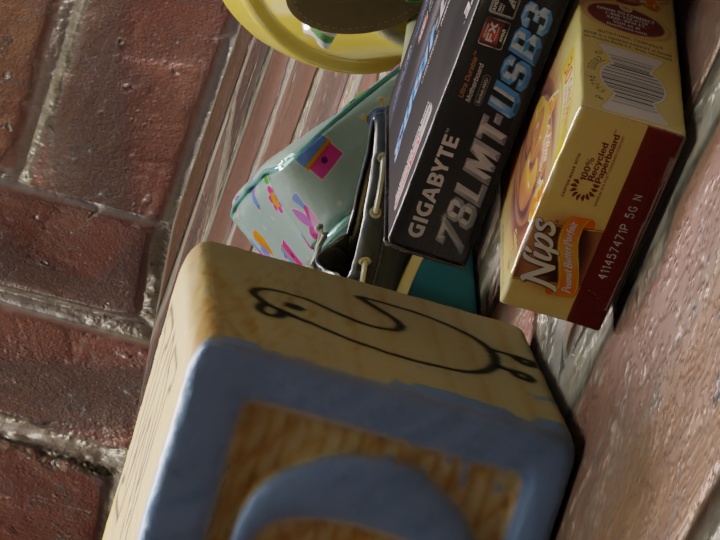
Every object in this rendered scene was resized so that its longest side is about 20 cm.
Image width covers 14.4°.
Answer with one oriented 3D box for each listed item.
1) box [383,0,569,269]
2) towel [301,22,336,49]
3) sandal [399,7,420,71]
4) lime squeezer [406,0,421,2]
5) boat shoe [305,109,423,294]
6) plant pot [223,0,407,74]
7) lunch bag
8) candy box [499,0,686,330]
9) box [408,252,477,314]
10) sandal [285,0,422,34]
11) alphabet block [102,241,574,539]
[{"bbox_3d":[0.063,-0.129,1.433,0.199,0.050,0.201,-86,15,-67],"label":"box"},{"bbox_3d":[0.017,-0.246,1.705,0.200,0.023,0.153,-46,41,30],"label":"towel"},{"bbox_3d":[0.041,-0.173,1.705,0.080,0.057,0.201,54,-140,-41],"label":"sandal"},{"bbox_3d":[0.040,-0.168,1.369,0.200,0.038,0.071,-154,82,-80],"label":"lime squeezer"},{"bbox_3d":[0.000,0.000,1.618,0.075,0.062,0.200,-93,23,-57],"label":"boat shoe"},{"bbox_3d":[0.017,-0.219,1.864,0.189,0.200,0.201,35,110,65],"label":"plant pot"},{"bbox_3d":[0.008,-0.067,1.791,0.160,0.077,0.200,-35,-1,-17],"label":"lunch bag"},{"bbox_3d":[0.109,-0.078,1.372,0.200,0.055,0.116,-84,13,-55],"label":"candy box"},{"bbox_3d":[0.035,0.053,1.672,0.200,0.049,0.083,-90,17,-62],"label":"box"},{"bbox_3d":[0.031,-0.211,1.611,0.212,0.077,0.070,-42,26,52],"label":"sandal"},{"bbox_3d":[-0.019,0.119,1.418,0.200,0.195,0.197,-110,38,-75],"label":"alphabet block"}]
